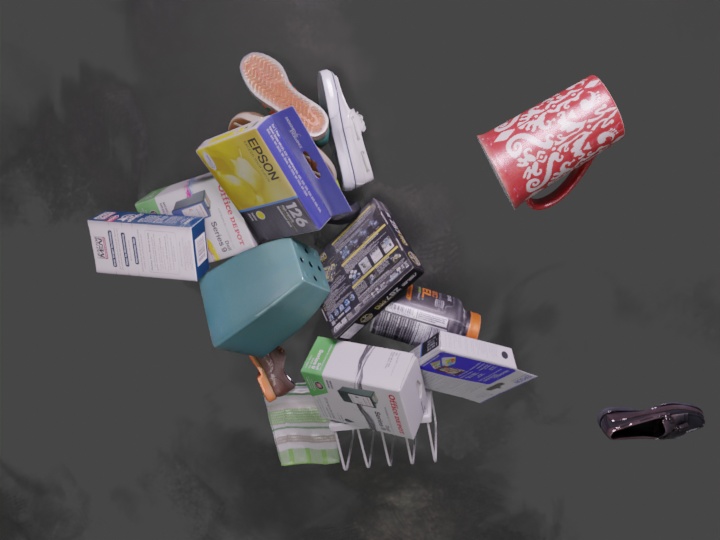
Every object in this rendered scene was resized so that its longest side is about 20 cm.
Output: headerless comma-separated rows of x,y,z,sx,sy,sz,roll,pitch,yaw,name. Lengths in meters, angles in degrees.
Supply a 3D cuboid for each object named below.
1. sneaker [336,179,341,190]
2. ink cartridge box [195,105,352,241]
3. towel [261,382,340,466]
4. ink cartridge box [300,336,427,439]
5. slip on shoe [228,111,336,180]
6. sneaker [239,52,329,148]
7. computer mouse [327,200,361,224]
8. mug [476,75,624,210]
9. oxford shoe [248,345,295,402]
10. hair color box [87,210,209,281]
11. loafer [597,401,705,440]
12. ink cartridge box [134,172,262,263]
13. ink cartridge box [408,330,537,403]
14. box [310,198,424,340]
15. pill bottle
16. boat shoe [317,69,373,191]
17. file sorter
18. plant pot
-0.126,-0.158,1.065,0.196,0.082,0.075,25,142,1,sneaker
-0.140,-0.145,0.989,0.196,0.047,0.200,-7,127,38,ink cartridge box
-0.125,0.334,1.306,0.145,0.031,0.205,-4,112,11,towel
0.010,0.210,1.094,0.195,0.085,0.148,6,135,27,ink cartridge box
-0.124,-0.201,1.014,0.196,0.061,0.077,26,121,-2,slip on shoe
-0.130,-0.279,1.030,0.071,0.080,0.200,-41,79,-12,sneaker
-0.089,-0.091,1.102,0.195,0.059,0.035,-8,111,22,computer mouse
0.309,-0.203,0.987,0.197,0.177,0.136,-30,70,14,mug
-0.192,0.161,1.232,0.071,0.071,0.205,-21,106,-7,oxford shoe
-0.372,-0.045,1.076,0.194,0.061,0.103,5,113,9,hair color box
0.564,0.302,1.172,0.194,0.063,0.074,-5,112,10,loafer
-0.289,-0.094,1.122,0.195,0.088,0.149,-14,109,13,ink cartridge box
0.184,0.180,1.104,0.195,0.044,0.198,18,150,-15,ink cartridge box
0.000,0.000,1.087,0.200,0.049,0.163,-43,58,21,box
0.121,0.090,1.127,0.195,0.107,0.109,16,114,1,pill bottle
-0.024,-0.242,1.040,0.065,0.074,0.205,-17,115,-12,boat shoe
0.054,0.304,1.209,0.194,0.140,0.128,-9,114,12,file sorter
-0.163,0.040,1.097,0.197,0.140,0.144,-31,62,20,plant pot
